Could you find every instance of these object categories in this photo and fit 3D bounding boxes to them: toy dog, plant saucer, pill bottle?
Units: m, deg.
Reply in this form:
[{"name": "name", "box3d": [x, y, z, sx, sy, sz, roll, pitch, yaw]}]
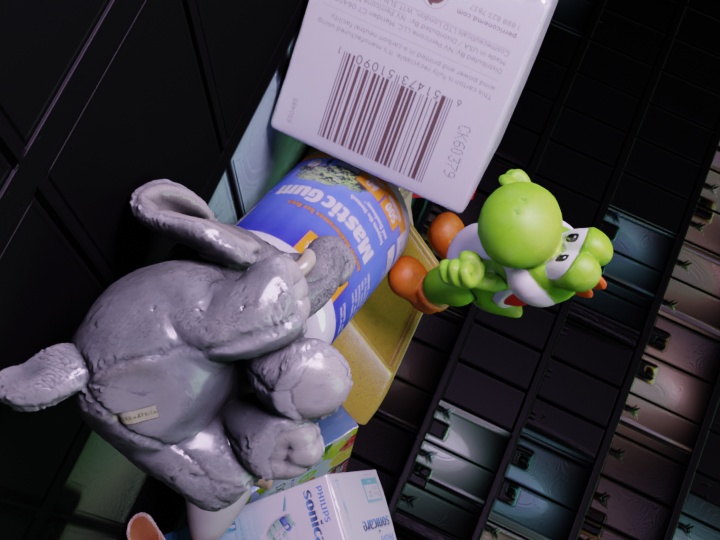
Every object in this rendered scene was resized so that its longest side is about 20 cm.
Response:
[{"name": "toy dog", "box3d": [-0.129, 0.209, 0.862, 0.096, 0.129, 0.205, 78, 10, -80]}, {"name": "plant saucer", "box3d": [0.000, 0.000, 0.928, 0.048, 0.201, 0.202, -14, -145, 40]}, {"name": "pill bottle", "box3d": [-0.051, 0.003, 0.748, 0.200, 0.111, 0.113, -51, 165, -46]}]

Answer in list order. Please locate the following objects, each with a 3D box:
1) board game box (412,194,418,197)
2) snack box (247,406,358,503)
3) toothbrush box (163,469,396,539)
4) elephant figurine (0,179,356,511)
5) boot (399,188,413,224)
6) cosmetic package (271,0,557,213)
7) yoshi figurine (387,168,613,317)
[{"name": "board game box", "box3d": [0.092, -0.175, 1.263, 0.202, 0.148, 0.047, 106, -20, -49]}, {"name": "snack box", "box3d": [-0.093, 0.222, 1.147, 0.167, 0.068, 0.201, -29, 159, -18]}, {"name": "toothbrush box", "box3d": [-0.081, 0.265, 0.980, 0.146, 0.197, 0.087, 22, 48, -68]}, {"name": "elephant figurine", "box3d": [-0.083, 0.022, 0.556, 0.140, 0.156, 0.201, -33, -151, 9]}, {"name": "boot", "box3d": [0.000, -0.045, 1.247, 0.199, 0.072, 0.157, -39, 152, -29]}, {"name": "cosmetic package", "box3d": [0.054, -0.178, 0.795, 0.200, 0.162, 0.167, -57, 170, -63]}, {"name": "yoshi figurine", "box3d": [0.097, -0.022, 0.760, 0.199, 0.110, 0.115, -6, -96, 59]}]
